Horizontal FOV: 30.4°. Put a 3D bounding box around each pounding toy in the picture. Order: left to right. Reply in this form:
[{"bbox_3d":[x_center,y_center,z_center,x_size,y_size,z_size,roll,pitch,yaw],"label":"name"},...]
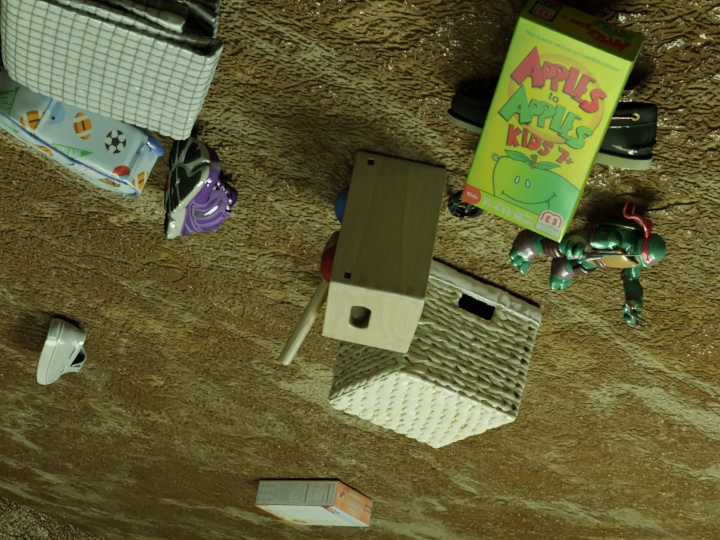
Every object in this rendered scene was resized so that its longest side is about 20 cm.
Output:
[{"bbox_3d":[0.000,0.000,1.454,0.141,0.185,0.200,12,156,0],"label":"pounding toy"}]

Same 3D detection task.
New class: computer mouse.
[{"bbox_3d":[0.133,-0.098,1.381,0.058,0.034,0.200,0,164,-15],"label":"computer mouse"}]

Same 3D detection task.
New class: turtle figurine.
[{"bbox_3d":[0.262,-0.010,1.422,0.150,0.101,0.200,44,158,-27],"label":"turtle figurine"}]

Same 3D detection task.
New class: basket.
[{"bbox_3d":[0.092,0.108,1.679,0.197,0.162,0.200,24,151,-23],"label":"basket"}]

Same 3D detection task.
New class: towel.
[{"bbox_3d":[-0.226,-0.219,1.213,0.199,0.086,0.166,17,153,-8],"label":"towel"}]

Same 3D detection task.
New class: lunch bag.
[{"bbox_3d":[-0.313,-0.153,1.368,0.200,0.076,0.160,34,172,-37],"label":"lunch bag"}]

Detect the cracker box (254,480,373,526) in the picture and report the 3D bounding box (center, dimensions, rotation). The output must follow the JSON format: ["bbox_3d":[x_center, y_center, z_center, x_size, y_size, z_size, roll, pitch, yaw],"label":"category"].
[{"bbox_3d":[-0.093,0.465,2.648,0.199,0.058,0.134,-5,152,33],"label":"cracker box"}]

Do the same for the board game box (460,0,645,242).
[{"bbox_3d":[0.163,-0.129,1.153,0.101,0.048,0.201,24,133,10],"label":"board game box"}]

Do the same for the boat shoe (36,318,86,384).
[{"bbox_3d":[-0.470,0.133,2.101,0.068,0.072,0.200,17,146,-10],"label":"boat shoe"}]

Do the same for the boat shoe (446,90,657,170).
[{"bbox_3d":[0.176,-0.144,1.223,0.200,0.064,0.074,14,-159,23],"label":"boat shoe"}]

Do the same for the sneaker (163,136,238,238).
[{"bbox_3d":[-0.176,-0.095,1.491,0.083,0.081,0.200,-1,165,-12],"label":"sneaker"}]
